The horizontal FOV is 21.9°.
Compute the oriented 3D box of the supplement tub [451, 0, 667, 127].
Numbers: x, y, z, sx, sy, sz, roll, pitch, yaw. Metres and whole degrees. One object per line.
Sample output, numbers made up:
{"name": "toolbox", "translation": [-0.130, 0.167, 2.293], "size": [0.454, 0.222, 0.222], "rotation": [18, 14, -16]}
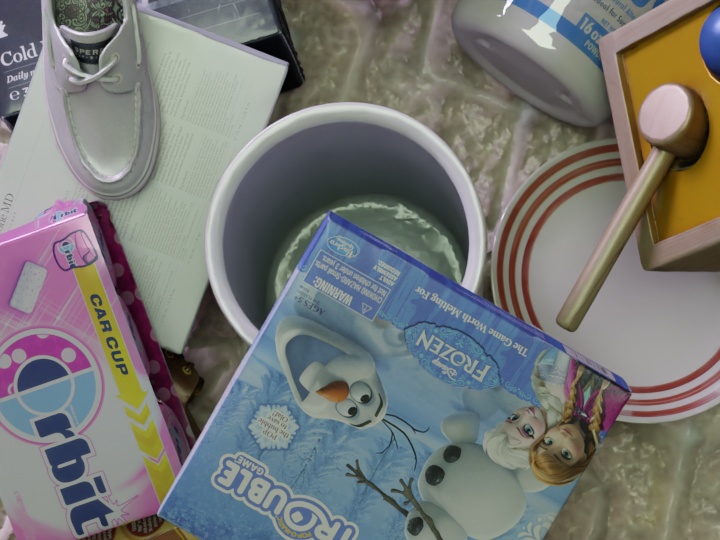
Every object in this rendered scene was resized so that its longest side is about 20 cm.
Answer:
{"name": "supplement tub", "translation": [0.165, -0.210, 1.258], "size": [0.132, 0.132, 0.200], "rotation": [34, 85, 10]}

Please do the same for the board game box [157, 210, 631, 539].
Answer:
{"name": "board game box", "translation": [0.019, 0.101, 1.067], "size": [0.200, 0.043, 0.199], "rotation": [29, 98, -3]}

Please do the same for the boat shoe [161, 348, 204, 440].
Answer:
{"name": "boat shoe", "translation": [-0.140, 0.081, 1.263], "size": [0.067, 0.072, 0.200], "rotation": [-22, 84, -5]}

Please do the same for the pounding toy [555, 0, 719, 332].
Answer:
{"name": "pounding toy", "translation": [0.220, -0.075, 1.142], "size": [0.142, 0.200, 0.184], "rotation": [0, 74, -36]}

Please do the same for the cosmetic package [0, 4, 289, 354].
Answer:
{"name": "cosmetic package", "translation": [-0.150, -0.066, 1.199], "size": [0.151, 0.052, 0.200], "rotation": [21, 98, -5]}

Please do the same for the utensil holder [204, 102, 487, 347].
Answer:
{"name": "utensil holder", "translation": [0.000, 0.000, 1.197], "size": [0.170, 0.200, 0.170], "rotation": [-1, 79, 6]}

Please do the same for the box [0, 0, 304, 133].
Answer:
{"name": "box", "translation": [-0.164, -0.206, 1.292], "size": [0.200, 0.124, 0.197], "rotation": [-17, 76, 2]}

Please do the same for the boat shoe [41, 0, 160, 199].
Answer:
{"name": "boat shoe", "translation": [-0.161, -0.141, 1.129], "size": [0.072, 0.069, 0.200], "rotation": [0, 98, 0]}

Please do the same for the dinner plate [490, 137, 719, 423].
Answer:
{"name": "dinner plate", "translation": [0.185, 0.007, 1.257], "size": [0.200, 0.024, 0.200], "rotation": [2, 72, -5]}

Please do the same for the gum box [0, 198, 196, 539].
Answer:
{"name": "gum box", "translation": [-0.185, 0.062, 1.156], "size": [0.113, 0.066, 0.200], "rotation": [-19, 96, 6]}

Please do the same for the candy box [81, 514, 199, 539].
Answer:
{"name": "candy box", "translation": [-0.099, 0.193, 1.212], "size": [0.200, 0.056, 0.117], "rotation": [-21, 120, 0]}
